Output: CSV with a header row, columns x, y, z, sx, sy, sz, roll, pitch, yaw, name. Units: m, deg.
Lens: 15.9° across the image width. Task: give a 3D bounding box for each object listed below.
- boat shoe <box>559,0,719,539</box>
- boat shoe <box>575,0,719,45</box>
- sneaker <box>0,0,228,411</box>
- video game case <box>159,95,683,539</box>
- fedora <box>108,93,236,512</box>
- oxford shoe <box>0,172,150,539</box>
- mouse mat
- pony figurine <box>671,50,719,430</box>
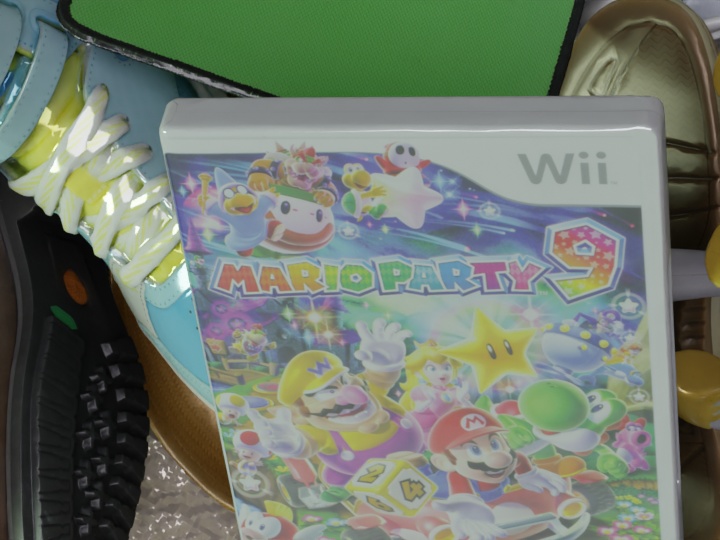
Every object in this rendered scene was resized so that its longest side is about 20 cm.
x,y,z,sx,sy,sz,roll,pitch,yaw,name
0.111,-0.001,0.901,0.072,0.065,0.201,3,110,34,boat shoe
0.153,-0.127,0.907,0.200,0.069,0.071,-37,92,3,boat shoe
-0.091,-0.032,0.830,0.080,0.130,0.201,-45,62,24,sneaker
0.024,0.032,0.782,0.142,0.018,0.201,1,130,11,video game case
0.000,0.000,0.910,0.199,0.082,0.202,0,93,2,fedora
-0.125,0.033,0.907,0.084,0.073,0.201,-20,62,24,oxford shoe
0.000,-0.112,0.869,0.160,0.201,0.008,19,131,0,mouse mat
0.179,-0.017,0.816,0.193,0.199,0.167,-52,46,32,pony figurine
